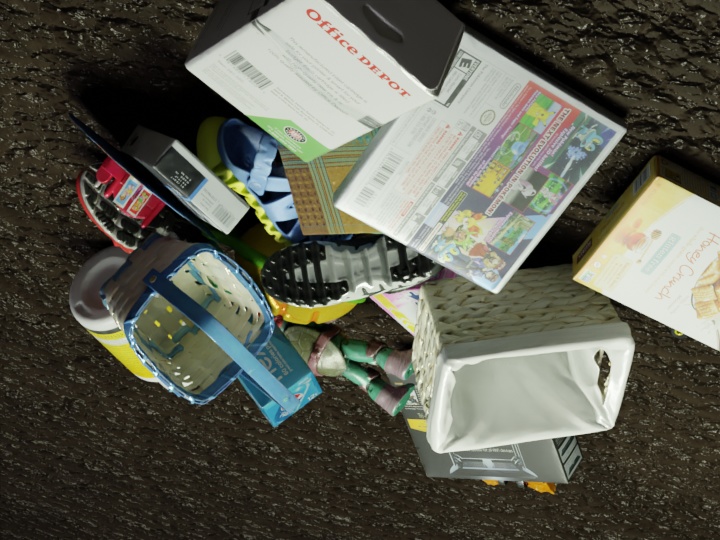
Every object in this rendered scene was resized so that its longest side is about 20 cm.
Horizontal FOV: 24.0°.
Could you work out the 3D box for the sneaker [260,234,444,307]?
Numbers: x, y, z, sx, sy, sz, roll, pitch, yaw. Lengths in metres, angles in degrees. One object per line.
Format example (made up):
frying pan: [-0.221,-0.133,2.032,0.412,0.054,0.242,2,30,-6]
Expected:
sneaker: [0.000,0.000,1.683,0.198,0.067,0.090,-11,172,20]

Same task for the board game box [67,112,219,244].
board game box: [-0.231,-0.080,1.711,0.158,0.039,0.200,41,180,37]

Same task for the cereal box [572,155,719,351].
cereal box: [0.315,-0.007,1.558,0.198,0.040,0.144,25,128,-13]

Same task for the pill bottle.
pill bottle: [-0.256,0.065,2.040,0.110,0.112,0.200,2,150,29]

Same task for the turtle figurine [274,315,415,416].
turtle figurine: [-0.029,0.077,1.892,0.199,0.101,0.150,31,155,15]

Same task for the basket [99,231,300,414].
basket: [-0.158,0.055,1.694,0.200,0.139,0.177,39,171,44]

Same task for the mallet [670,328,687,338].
mallet: [0.326,0.023,1.680,0.065,0.042,0.200,4,156,20]

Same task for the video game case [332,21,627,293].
video game case: [0.103,-0.094,1.476,0.181,0.023,0.201,27,117,-20]

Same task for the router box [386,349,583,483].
router box: [0.145,0.169,1.988,0.198,0.052,0.158,-2,122,35]

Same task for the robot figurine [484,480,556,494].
robot figurine: [0.180,0.220,2.131,0.144,0.059,0.200,5,152,23]

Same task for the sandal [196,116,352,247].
sandal: [-0.070,-0.085,1.669,0.087,0.080,0.200,-13,142,41]

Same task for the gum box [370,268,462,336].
gum box: [0.113,0.043,1.812,0.113,0.067,0.200,-6,145,39]

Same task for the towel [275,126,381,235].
towel: [0.014,-0.101,1.561,0.198,0.022,0.148,0,115,32]

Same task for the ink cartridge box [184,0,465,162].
ink cartridge box: [-0.030,-0.187,1.416,0.146,0.085,0.199,38,148,-23]

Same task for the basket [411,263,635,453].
basket: [0.155,0.084,1.696,0.198,0.124,0.136,-6,133,-12]

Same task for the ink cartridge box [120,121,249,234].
ink cartridge box: [-0.176,-0.092,1.645,0.099,0.039,0.200,42,176,-19]

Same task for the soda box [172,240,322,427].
soda box: [-0.127,0.066,1.826,0.200,0.068,0.064,52,172,25]

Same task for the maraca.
maraca: [-0.082,-0.009,1.794,0.199,0.108,0.137,26,-176,29]

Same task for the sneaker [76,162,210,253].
sneaker: [-0.253,-0.046,1.864,0.084,0.078,0.200,2,150,40]
